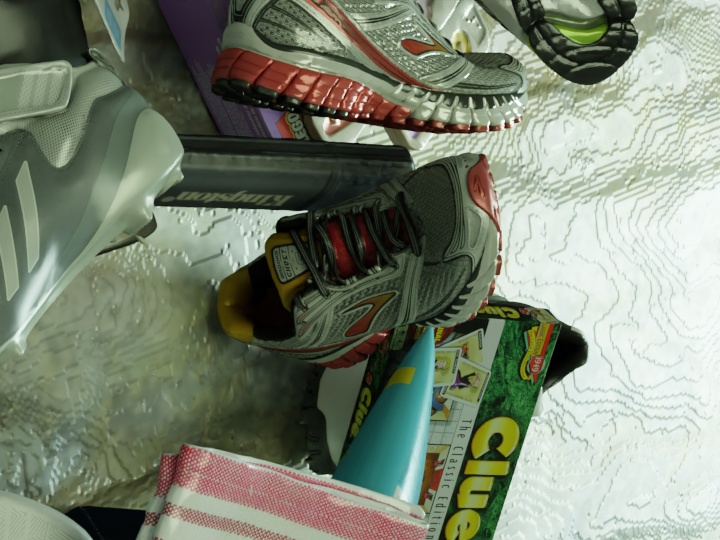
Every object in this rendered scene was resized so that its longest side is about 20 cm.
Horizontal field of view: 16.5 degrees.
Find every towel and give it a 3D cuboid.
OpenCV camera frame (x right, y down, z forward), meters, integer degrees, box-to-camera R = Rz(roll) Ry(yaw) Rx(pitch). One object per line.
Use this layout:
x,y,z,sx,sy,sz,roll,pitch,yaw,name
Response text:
-0.048,0.183,1.049,0.146,0.030,0.201,19,82,-42,towel

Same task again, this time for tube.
0.012,0.099,1.214,0.200,0.050,0.078,-61,168,-63,tube

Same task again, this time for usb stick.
-0.061,-0.049,1.233,0.199,0.055,0.033,1,76,-36,usb stick

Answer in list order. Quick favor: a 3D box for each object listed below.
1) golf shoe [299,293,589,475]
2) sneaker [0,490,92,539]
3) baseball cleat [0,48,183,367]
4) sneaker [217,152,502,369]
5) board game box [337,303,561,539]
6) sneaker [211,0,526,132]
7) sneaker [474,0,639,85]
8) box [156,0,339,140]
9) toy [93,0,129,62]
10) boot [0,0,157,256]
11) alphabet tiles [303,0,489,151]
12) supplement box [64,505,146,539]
0.049,0.060,1.385,0.200,0.094,0.078,-29,116,-45,golf shoe
-0.217,0.128,1.036,0.199,0.112,0.073,1,85,-34,sneaker
-0.162,-0.015,1.036,0.107,0.070,0.200,48,55,-10,baseball cleat
0.000,0.000,1.244,0.082,0.200,0.078,6,63,-36,sneaker
0.035,0.111,1.348,0.104,0.023,0.201,3,112,-32,board game box
0.016,-0.114,1.246,0.200,0.078,0.083,7,91,-47,sneaker
0.062,-0.180,1.319,0.074,0.081,0.200,-44,113,-4,sneaker
-0.050,-0.168,1.283,0.137,0.039,0.201,-51,130,-35,box
-0.129,-0.208,1.129,0.115,0.047,0.201,-98,166,-64,toy
-0.191,-0.065,1.091,0.199,0.073,0.151,-13,94,-32,boot
0.010,-0.166,1.315,0.196,0.015,0.200,-55,133,-32,alphabet tiles
-0.116,0.237,1.139,0.200,0.134,0.201,-28,115,-57,supplement box
